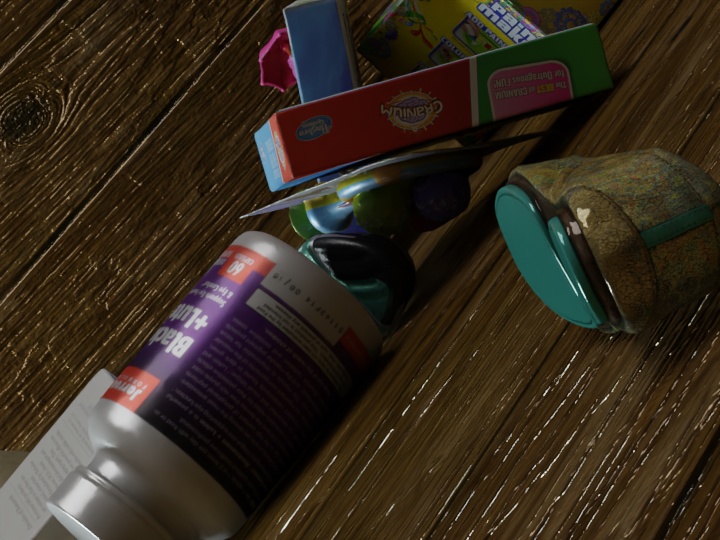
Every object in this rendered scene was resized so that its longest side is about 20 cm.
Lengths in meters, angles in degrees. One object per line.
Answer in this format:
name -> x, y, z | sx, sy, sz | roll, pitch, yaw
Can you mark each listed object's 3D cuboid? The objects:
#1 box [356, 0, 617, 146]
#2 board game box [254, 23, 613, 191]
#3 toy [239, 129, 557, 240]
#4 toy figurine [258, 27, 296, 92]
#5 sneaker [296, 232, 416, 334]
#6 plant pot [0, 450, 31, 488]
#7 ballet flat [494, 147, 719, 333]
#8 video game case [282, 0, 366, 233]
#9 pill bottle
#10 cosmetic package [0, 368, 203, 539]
box -> 0.127, -0.229, 1.832 | 0.200, 0.122, 0.193 | -51, 5, -27
board game box -> 0.040, -0.098, 1.472 | 0.199, 0.041, 0.153 | -16, 1, -6
toy -> 0.024, -0.045, 1.533 | 0.115, 0.048, 0.200 | -12, 0, -36
toy figurine -> -0.033, -0.195, 2.674 | 0.150, 0.184, 0.200 | -49, 5, 4
sneaker -> 0.000, 0.000, 1.531 | 0.087, 0.075, 0.200 | -40, 3, -26
plant pot -> -0.266, 0.217, 1.871 | 0.200, 0.134, 0.200 | -48, 5, 5
ballet flat -> 0.093, -0.014, 0.859 | 0.071, 0.071, 0.200 | -49, 4, 0
video game case -> -0.016, -0.108, 1.827 | 0.045, 0.201, 0.181 | -11, 7, 3
pill bottle -> -0.088, 0.085, 1.401 | 0.200, 0.111, 0.111 | -51, 5, -15
cosmetic package -> -0.179, 0.174, 1.496 | 0.200, 0.101, 0.071 | -50, 34, 2
